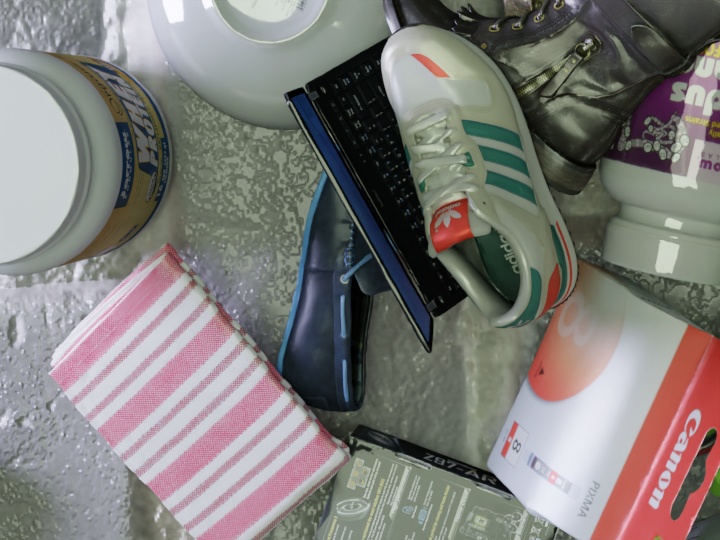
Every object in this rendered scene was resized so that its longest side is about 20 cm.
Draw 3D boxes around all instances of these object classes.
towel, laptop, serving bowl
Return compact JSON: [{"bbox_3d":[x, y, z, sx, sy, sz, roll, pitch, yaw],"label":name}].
[{"bbox_3d":[-0.114,0.096,1.219,0.200,0.030,0.146,49,120,-1],"label":"towel"},{"bbox_3d":[0.046,-0.065,1.108,0.199,0.103,0.178,-33,97,-30],"label":"laptop"},{"bbox_3d":[-0.056,-0.196,1.186,0.198,0.066,0.202,1,96,7],"label":"serving bowl"}]

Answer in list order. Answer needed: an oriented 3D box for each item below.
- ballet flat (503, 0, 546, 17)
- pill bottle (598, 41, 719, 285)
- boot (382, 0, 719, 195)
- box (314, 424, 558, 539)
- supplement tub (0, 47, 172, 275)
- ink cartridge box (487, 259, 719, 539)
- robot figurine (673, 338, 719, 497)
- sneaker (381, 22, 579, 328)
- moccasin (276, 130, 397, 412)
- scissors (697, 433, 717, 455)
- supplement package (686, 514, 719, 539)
[{"bbox_3d":[0.129,-0.168,1.153,0.067,0.068,0.202,-8,96,46],"label":"ballet flat"},{"bbox_3d":[0.218,-0.097,1.131,0.111,0.112,0.202,12,97,7],"label":"pill bottle"},{"bbox_3d":[0.129,-0.165,1.088,0.200,0.069,0.174,42,116,9],"label":"boot"},{"bbox_3d":[0.037,0.231,1.221,0.159,0.044,0.201,19,97,6],"label":"box"},{"bbox_3d":[-0.215,-0.073,1.151,0.143,0.200,0.146,1,96,8],"label":"supplement tub"},{"bbox_3d":[0.162,0.097,1.115,0.050,0.200,0.163,21,99,-19],"label":"ink cartridge box"},{"bbox_3d":[0.300,0.070,1.121,0.199,0.116,0.176,-32,70,0],"label":"robot figurine"},{"bbox_3d":[0.065,-0.056,1.055,0.070,0.093,0.201,-23,96,28],"label":"sneaker"},{"bbox_3d":[0.000,0.000,1.193,0.068,0.080,0.202,19,109,22],"label":"moccasin"},{"bbox_3d":[0.298,0.080,1.184,0.198,0.014,0.074,-9,92,11],"label":"scissors"},{"bbox_3d":[0.221,0.241,1.116,0.109,0.200,0.114,-22,93,10],"label":"supplement package"}]
